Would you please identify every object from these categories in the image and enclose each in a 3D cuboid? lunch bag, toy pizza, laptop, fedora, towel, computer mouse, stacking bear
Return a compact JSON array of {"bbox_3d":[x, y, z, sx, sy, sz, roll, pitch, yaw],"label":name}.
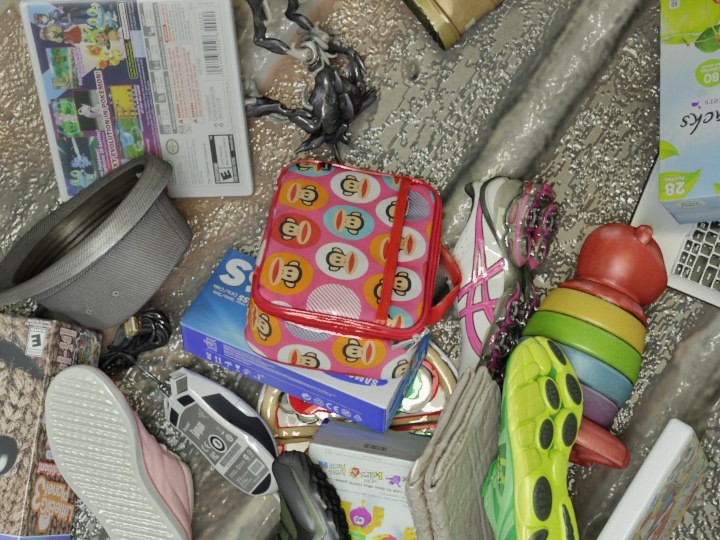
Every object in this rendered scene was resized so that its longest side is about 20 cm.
[{"bbox_3d":[0.000,0.000,1.162,0.175,0.082,0.201,11,44,-1],"label":"lunch bag"},{"bbox_3d":[0.002,0.142,1.211,0.198,0.032,0.202,-1,82,4],"label":"toy pizza"},{"bbox_3d":[0.351,-0.061,1.176,0.199,0.116,0.189,23,83,6],"label":"laptop"},{"bbox_3d":[-0.221,-0.011,1.179,0.199,0.177,0.090,-30,113,24],"label":"fedora"},{"bbox_3d":[0.082,0.182,1.104,0.034,0.201,0.133,13,49,25],"label":"towel"},{"bbox_3d":[-0.140,0.118,1.201,0.200,0.110,0.044,43,47,1],"label":"computer mouse"},{"bbox_3d":[0.200,0.054,1.167,0.113,0.121,0.201,27,79,-9],"label":"stacking bear"}]

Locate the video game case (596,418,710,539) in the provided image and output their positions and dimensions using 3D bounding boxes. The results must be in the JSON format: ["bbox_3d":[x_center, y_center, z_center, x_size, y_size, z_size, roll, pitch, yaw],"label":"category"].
[{"bbox_3d":[0.221,0.226,1.112,0.023,0.182,0.201,30,84,25],"label":"video game case"}]

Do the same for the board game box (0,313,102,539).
[{"bbox_3d":[-0.330,0.139,1.186,0.158,0.097,0.202,5,82,15],"label":"board game box"}]

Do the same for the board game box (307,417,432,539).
[{"bbox_3d":[-0.003,0.239,1.140,0.104,0.103,0.202,10,96,5],"label":"board game box"}]

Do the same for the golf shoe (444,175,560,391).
[{"bbox_3d":[0.114,0.017,1.211,0.092,0.072,0.202,11,86,36],"label":"golf shoe"}]

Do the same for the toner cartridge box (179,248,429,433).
[{"bbox_3d":[-0.049,0.059,1.187,0.199,0.043,0.095,21,55,14],"label":"toner cartridge box"}]

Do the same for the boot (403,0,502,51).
[{"bbox_3d":[0.108,-0.325,1.257,0.200,0.066,0.176,-38,94,-2],"label":"boot"}]

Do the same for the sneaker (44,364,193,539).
[{"bbox_3d":[-0.204,0.164,1.175,0.075,0.105,0.201,-25,102,7],"label":"sneaker"}]

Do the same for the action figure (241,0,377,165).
[{"bbox_3d":[-0.055,-0.185,1.226,0.119,0.102,0.201,-38,123,-29],"label":"action figure"}]

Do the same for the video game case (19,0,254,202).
[{"bbox_3d":[-0.193,-0.153,1.206,0.180,0.023,0.201,-2,125,3],"label":"video game case"}]

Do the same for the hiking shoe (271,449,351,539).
[{"bbox_3d":[-0.052,0.242,1.055,0.100,0.076,0.202,-15,94,4],"label":"hiking shoe"}]

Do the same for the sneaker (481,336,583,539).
[{"bbox_3d":[0.126,0.152,1.068,0.074,0.083,0.202,6,83,-32],"label":"sneaker"}]

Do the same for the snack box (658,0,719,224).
[{"bbox_3d":[0.345,-0.150,1.166,0.167,0.068,0.202,-7,71,29],"label":"snack box"}]
